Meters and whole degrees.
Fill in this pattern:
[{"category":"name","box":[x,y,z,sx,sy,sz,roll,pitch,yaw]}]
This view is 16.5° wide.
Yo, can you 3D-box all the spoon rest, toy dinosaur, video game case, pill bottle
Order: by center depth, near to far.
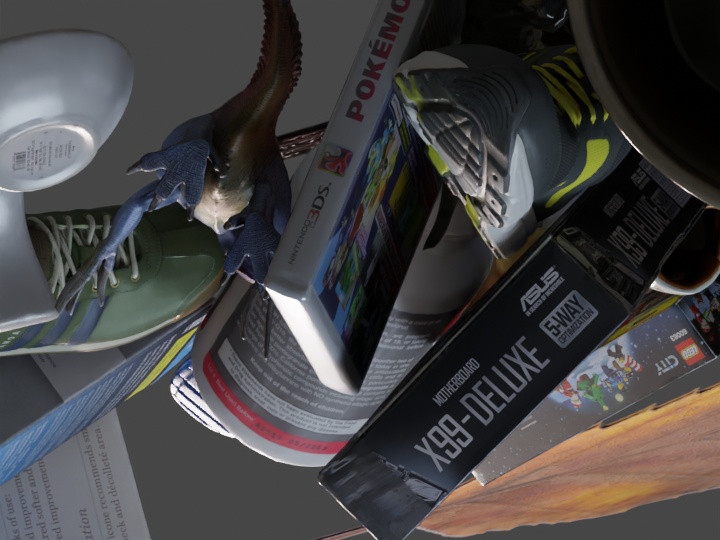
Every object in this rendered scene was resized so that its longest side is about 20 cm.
[{"category":"video game case","box":[0.013,-0.050,1.067,0.023,0.183,0.200,20,169,10]},{"category":"toy dinosaur","box":[0.075,-0.090,1.075,0.088,0.048,0.200,-18,146,-22]},{"category":"spoon rest","box":[-0.154,-0.048,1.108,0.099,0.061,0.200,-13,151,-20]},{"category":"toy dinosaur","box":[-0.047,-0.035,1.131,0.200,0.105,0.182,-57,-177,12]},{"category":"pill bottle","box":[0.000,0.000,1.264,0.110,0.111,0.200,-5,144,-37]}]

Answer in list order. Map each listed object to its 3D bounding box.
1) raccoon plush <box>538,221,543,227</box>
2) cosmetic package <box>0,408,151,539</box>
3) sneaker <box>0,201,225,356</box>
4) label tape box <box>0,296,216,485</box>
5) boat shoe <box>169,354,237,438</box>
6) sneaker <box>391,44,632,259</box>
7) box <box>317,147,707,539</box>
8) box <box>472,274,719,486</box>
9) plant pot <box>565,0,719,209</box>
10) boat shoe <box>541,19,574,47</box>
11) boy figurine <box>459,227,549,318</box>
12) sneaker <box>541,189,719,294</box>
[{"category":"raccoon plush","box":[0.107,-0.028,1.388,0.134,0.097,0.200,-37,156,33]},{"category":"cosmetic package","box":[-0.250,0.152,1.477,0.199,0.168,0.166,-8,163,-28]},{"category":"sneaker","box":[-0.158,0.004,1.234,0.199,0.067,0.090,-13,168,-8]},{"category":"label tape box","box":[-0.160,0.048,1.373,0.200,0.066,0.143,-36,175,-29]},{"category":"boat shoe","box":[-0.035,0.040,1.451,0.072,0.073,0.200,42,140,-19]},{"category":"sneaker","box":[0.067,-0.064,0.986,0.084,0.075,0.200,-36,173,-1]},{"category":"box","box":[0.074,0.028,1.127,0.158,0.050,0.200,-47,178,24]},{"category":"box","box":[0.154,0.040,1.400,0.200,0.038,0.137,-34,-177,46]},{"category":"plant pot","box":[0.177,-0.119,0.987,0.199,0.201,0.174,-18,-177,4]},{"category":"boat shoe","box":[0.161,-0.130,1.123,0.199,0.074,0.065,-20,180,20]},{"category":"boy figurine","box":[0.072,0.028,1.313,0.064,0.125,0.200,31,141,-11]},{"category":"sneaker","box":[0.143,-0.011,1.294,0.072,0.085,0.200,0,152,-12]}]
